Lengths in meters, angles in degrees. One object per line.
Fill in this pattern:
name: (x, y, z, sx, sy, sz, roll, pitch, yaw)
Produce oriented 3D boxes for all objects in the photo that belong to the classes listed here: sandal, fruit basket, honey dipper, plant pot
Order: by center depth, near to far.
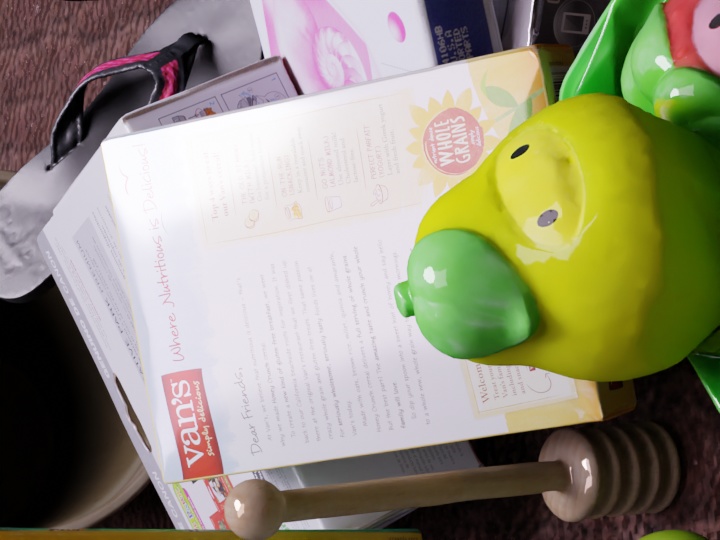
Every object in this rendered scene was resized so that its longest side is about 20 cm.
fruit basket: (0.118, -0.029, 0.934, 0.156, 0.215, 0.216, -60, 42, 37)
honey dipper: (0.036, 0.081, 1.052, 0.038, 0.199, 0.038, 4, 95, 55)
sandal: (-0.122, -0.066, 1.374, 0.200, 0.045, 0.075, -46, 63, 0)
plant pot: (-0.205, 0.069, 1.467, 0.174, 0.199, 0.201, 131, 133, -65)

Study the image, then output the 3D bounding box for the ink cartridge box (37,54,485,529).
ink cartridge box: (-0.052, 0.033, 1.232, 0.201, 0.084, 0.176, 64, 155, 6)

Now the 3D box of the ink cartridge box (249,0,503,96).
ink cartridge box: (0.004, -0.051, 1.191, 0.200, 0.043, 0.197, 21, 131, 55)

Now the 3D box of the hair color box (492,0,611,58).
hair color box: (0.046, -0.152, 1.180, 0.200, 0.065, 0.110, 22, 107, 58)

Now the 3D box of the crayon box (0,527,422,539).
crayon box: (-0.061, 0.163, 1.068, 0.058, 0.199, 0.119, -32, 61, 50)

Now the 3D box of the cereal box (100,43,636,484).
cereal box: (0.000, 0.000, 1.085, 0.199, 0.039, 0.145, -9, 91, 28)

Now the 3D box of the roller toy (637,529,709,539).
roller toy: (0.116, 0.203, 0.976, 0.200, 0.139, 0.183, 29, 113, 54)
